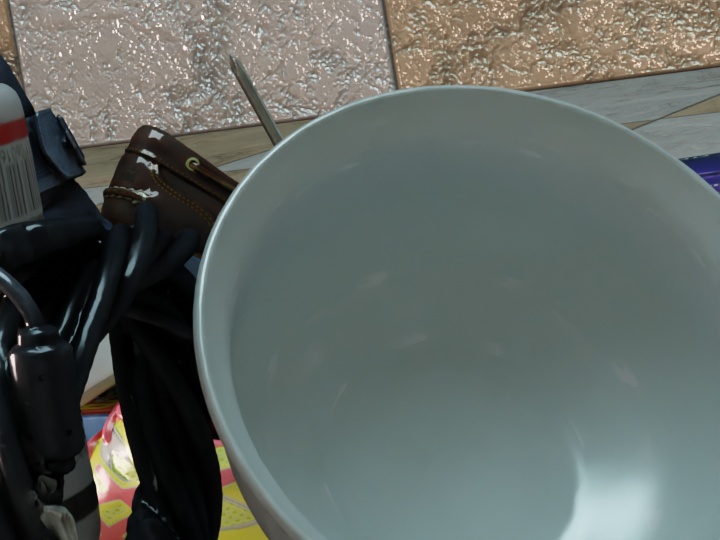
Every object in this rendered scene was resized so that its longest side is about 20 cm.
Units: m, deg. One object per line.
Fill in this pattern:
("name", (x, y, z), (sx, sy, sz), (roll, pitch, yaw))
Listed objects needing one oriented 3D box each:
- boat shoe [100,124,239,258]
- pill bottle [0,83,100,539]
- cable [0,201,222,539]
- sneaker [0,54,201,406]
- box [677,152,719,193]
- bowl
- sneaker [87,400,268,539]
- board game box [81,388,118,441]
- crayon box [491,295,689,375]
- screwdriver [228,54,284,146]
("boat shoe", (-0.029, -0.004, 1.369), (0.200, 0.071, 0.070), (26, -15, -27))
("pill bottle", (-0.146, 0.048, 0.928), (0.113, 0.201, 0.114), (-10, 7, 1))
("cable", (-0.067, 0.063, 0.878), (0.051, 0.164, 0.200), (-13, -1, 11))
("sneaker", (-0.124, -0.021, 1.158), (0.077, 0.146, 0.202), (-36, -1, 8))
("box", (0.144, 0.012, 1.223), (0.147, 0.105, 0.200), (-8, 8, 12))
("bowl", (0.038, 0.047, 0.934), (0.200, 0.202, 0.090), (-12, -28, -20))
("sneaker", (-0.073, 0.074, 1.075), (0.199, 0.091, 0.078), (-7, 9, 31))
("board game box", (-0.054, 0.067, 1.246), (0.199, 0.056, 0.196), (-4, 8, 35))
("crayon box", (0.073, 0.026, 1.058), (0.199, 0.058, 0.119), (4, -21, 17))
("screwdriver", (0.000, 0.000, 1.162), (0.029, 0.201, 0.028), (-22, -7, -25))
